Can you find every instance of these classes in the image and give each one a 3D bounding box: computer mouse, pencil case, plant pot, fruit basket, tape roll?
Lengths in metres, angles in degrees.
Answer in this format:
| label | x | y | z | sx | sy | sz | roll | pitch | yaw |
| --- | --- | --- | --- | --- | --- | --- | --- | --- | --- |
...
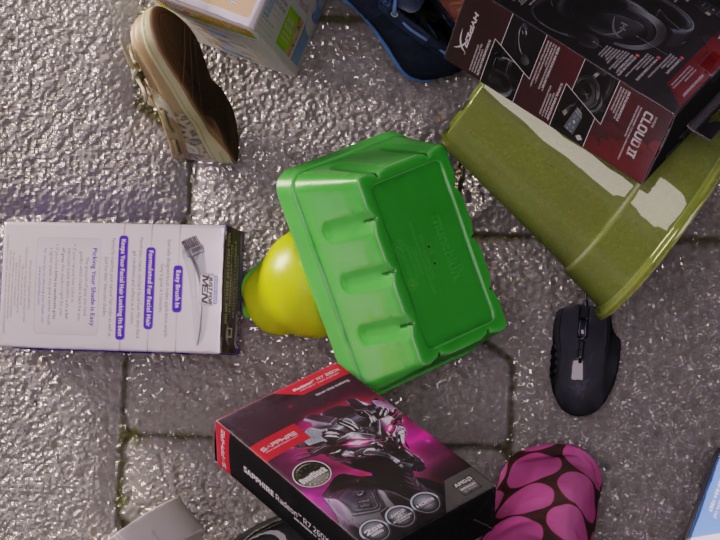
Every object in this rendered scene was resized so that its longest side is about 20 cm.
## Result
| label | x | y | z | sx | sy | sz | roll | pitch | yaw |
| --- | --- | --- | --- | --- | --- | --- | --- | --- | --- |
| computer mouse | 0.188 | 0.021 | 1.687 | 0.058 | 0.034 | 0.201 | 2 | 85 | 9 |
| pencil case | 0.135 | 0.213 | 1.601 | 0.093 | 0.200 | 0.091 | -10 | 110 | 19 |
| plant pot | 0.172 | -0.096 | 1.596 | 0.190 | 0.200 | 0.200 | 36 | 91 | -2 |
| fruit basket | 0.000 | 0.000 | 1.676 | 0.155 | 0.216 | 0.216 | -23 | 81 | -31 |
| tape roll | -0.213 | 0.261 | 1.642 | 0.203 | 0.203 | 0.037 | -41 | 81 | 3 |

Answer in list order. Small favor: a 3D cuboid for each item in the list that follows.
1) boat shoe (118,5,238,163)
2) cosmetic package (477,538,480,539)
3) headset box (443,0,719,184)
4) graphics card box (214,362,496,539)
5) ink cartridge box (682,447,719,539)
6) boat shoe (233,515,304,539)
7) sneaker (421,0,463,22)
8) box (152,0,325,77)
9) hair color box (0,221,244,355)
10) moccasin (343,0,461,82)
| label | x | y | z | sx | sy | sz | roll | pitch | yaw |
| --- | --- | --- | --- | --- | --- | --- | --- | --- | --- |
| boat shoe | -0.155 | -0.144 | 1.668 | 0.062 | 0.200 | 0.073 | -9 | 59 | 12 |
| cosmetic package | 0.035 | 0.261 | 1.597 | 0.074 | 0.200 | 0.102 | 47 | 119 | 9 |
| headset box | 0.188 | -0.165 | 1.501 | 0.200 | 0.077 | 0.149 | 34 | 48 | 13 |
| graphics card box | -0.006 | 0.157 | 1.557 | 0.125 | 0.051 | 0.200 | -23 | 43 | -31 |
| ink cartridge box | 0.356 | 0.245 | 1.621 | 0.199 | 0.084 | 0.145 | 20 | 89 | 9 |
| boat shoe | -0.114 | 0.273 | 1.695 | 0.200 | 0.068 | 0.072 | -36 | 80 | 3 |
| sneaker | 0.059 | -0.282 | 1.708 | 0.200 | 0.071 | 0.080 | 42 | 51 | -9 |
| box | -0.095 | -0.243 | 1.661 | 0.101 | 0.200 | 0.113 | 21 | 89 | 9 |
| hair color box | -0.203 | 0.015 | 1.723 | 0.199 | 0.065 | 0.110 | 2 | 86 | 14 |
| moccasin | 0.033 | -0.236 | 1.656 | 0.068 | 0.200 | 0.081 | -4 | 57 | 34 |
